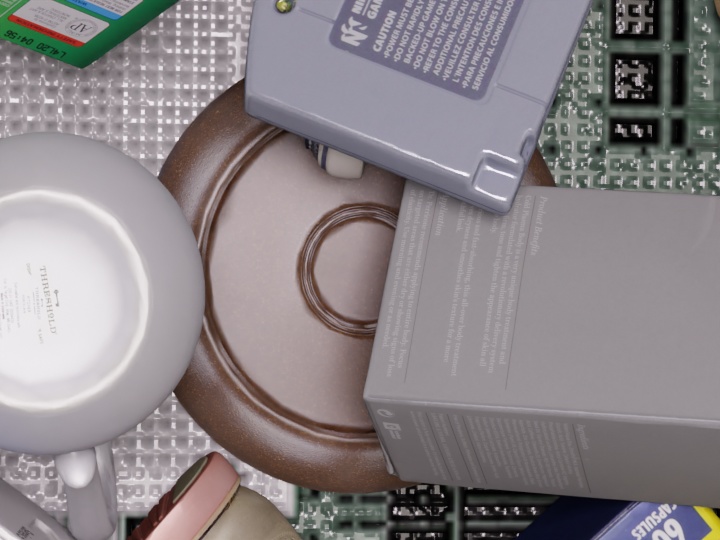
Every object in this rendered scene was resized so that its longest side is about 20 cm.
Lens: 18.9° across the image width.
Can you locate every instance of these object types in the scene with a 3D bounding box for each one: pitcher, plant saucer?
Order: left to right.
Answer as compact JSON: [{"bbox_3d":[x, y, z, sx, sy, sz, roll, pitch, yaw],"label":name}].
[{"bbox_3d":[-0.119,0.032,0.864,0.120,0.200,0.173,-12,93,-6],"label":"pitcher"},{"bbox_3d":[0.000,0.000,0.961,0.198,0.032,0.202,0,91,-6],"label":"plant saucer"}]

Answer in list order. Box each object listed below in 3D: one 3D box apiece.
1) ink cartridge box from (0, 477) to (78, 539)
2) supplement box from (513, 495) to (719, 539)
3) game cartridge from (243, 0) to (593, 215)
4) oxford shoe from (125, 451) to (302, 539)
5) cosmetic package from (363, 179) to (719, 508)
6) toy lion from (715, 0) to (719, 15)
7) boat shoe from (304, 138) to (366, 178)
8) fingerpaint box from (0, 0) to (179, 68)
[{"bbox_3d":[-0.207,0.172,0.880,0.084,0.145,0.201,38,86,-3],"label":"ink cartridge box"},{"bbox_3d":[0.146,0.190,0.937,0.109,0.110,0.200,-41,95,-5],"label":"supplement box"},{"bbox_3d":[0.034,-0.134,0.871,0.132,0.041,0.201,23,73,2],"label":"game cartridge"},{"bbox_3d":[-0.100,0.177,0.931,0.074,0.071,0.200,39,86,-8],"label":"oxford shoe"},{"bbox_3d":[0.109,0.031,0.869,0.198,0.090,0.108,7,62,14],"label":"cosmetic package"},{"bbox_3d":[0.254,-0.069,0.972,0.190,0.069,0.202,7,89,-14],"label":"toy lion"},{"bbox_3d":[-0.029,-0.137,0.928,0.092,0.075,0.202,7,68,-1],"label":"boat shoe"},{"bbox_3d":[-0.171,-0.192,0.842,0.199,0.073,0.168,18,56,-41],"label":"fingerpaint box"}]
